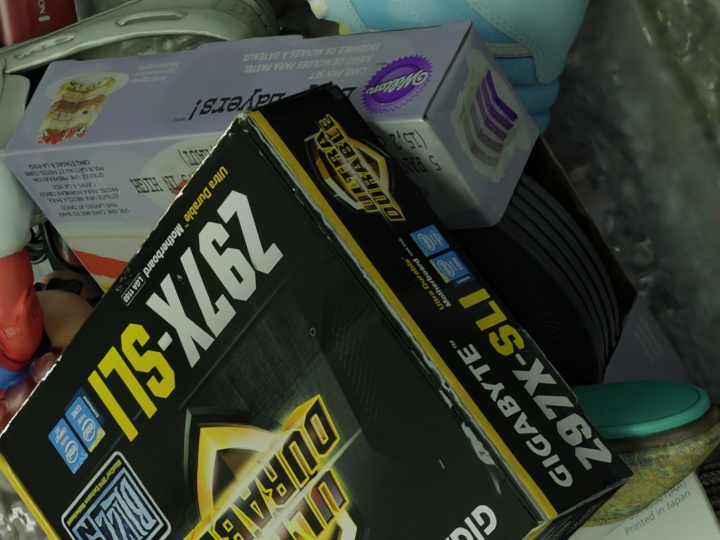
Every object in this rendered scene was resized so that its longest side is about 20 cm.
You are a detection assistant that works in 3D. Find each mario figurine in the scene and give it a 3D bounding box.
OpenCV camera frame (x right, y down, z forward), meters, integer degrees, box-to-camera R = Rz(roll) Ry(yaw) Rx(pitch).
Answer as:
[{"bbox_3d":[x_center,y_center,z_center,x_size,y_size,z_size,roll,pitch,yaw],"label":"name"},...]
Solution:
[{"bbox_3d":[-0.149,0.013,1.093,0.123,0.199,0.107,10,75,56],"label":"mario figurine"}]

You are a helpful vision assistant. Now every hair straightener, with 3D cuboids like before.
[{"bbox_3d":[-0.132,-0.058,1.187,0.077,0.041,0.201,4,112,56],"label":"hair straightener"}]

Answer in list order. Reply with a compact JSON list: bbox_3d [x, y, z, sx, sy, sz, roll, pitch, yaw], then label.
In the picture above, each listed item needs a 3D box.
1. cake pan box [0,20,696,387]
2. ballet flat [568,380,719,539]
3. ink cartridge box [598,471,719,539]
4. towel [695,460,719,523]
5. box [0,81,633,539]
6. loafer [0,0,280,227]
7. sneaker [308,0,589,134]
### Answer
[{"bbox_3d":[0.000,0.000,1.026,0.199,0.052,0.185,-2,138,37],"label":"cake pan box"},{"bbox_3d":[0.040,0.068,0.976,0.199,0.071,0.071,2,104,39],"label":"ballet flat"},{"bbox_3d":[0.075,0.169,0.999,0.200,0.045,0.177,-36,64,31],"label":"ink cartridge box"},{"bbox_3d":[0.174,0.155,0.979,0.191,0.035,0.201,-11,99,27],"label":"towel"},{"bbox_3d":[-0.023,0.062,0.952,0.160,0.049,0.200,54,134,14],"label":"box"},{"bbox_3d":[-0.123,-0.053,1.103,0.199,0.070,0.070,-28,100,13],"label":"loafer"},{"bbox_3d":[-0.008,-0.105,1.041,0.199,0.079,0.131,27,117,30],"label":"sneaker"}]
